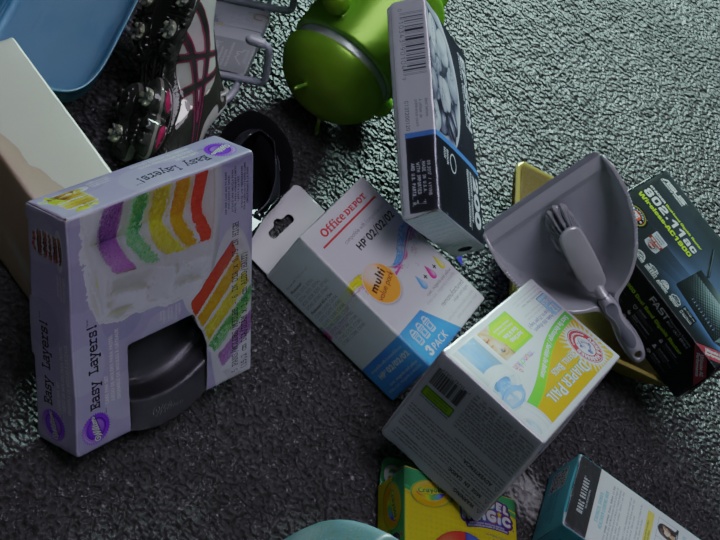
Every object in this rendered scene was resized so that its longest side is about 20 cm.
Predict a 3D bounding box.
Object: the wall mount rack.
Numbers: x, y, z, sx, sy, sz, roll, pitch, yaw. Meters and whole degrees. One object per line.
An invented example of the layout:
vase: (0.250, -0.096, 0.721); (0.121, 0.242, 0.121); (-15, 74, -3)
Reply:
wall mount rack: (-0.154, -0.246, 1.267); (0.172, 0.075, 0.201); (12, 47, 3)

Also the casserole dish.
casserole dish: (-0.259, -0.221, 1.162); (0.120, 0.039, 0.202); (19, 60, -1)

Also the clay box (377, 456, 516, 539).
clay box: (0.072, 0.245, 1.091); (0.114, 0.048, 0.202); (20, 51, -24)

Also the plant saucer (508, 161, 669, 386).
plant saucer: (0.224, 0.012, 1.368); (0.198, 0.048, 0.202); (24, 48, -19)

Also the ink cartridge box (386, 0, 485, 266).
ink cartridge box: (0.077, -0.121, 1.249); (0.200, 0.043, 0.201); (33, 51, -68)

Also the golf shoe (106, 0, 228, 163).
golf shoe: (-0.156, -0.182, 1.182); (0.088, 0.077, 0.202); (21, 83, -44)

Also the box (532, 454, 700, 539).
box: (0.251, 0.258, 1.209); (0.199, 0.049, 0.083); (36, 45, -9)

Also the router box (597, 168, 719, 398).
router box: (0.312, 0.009, 1.355); (0.149, 0.062, 0.201); (-27, 77, -45)

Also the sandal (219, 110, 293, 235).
sandal: (-0.098, -0.080, 1.188); (0.076, 0.043, 0.201); (27, 37, -11)

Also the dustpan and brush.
dustpan and brush: (0.219, 0.007, 1.276); (0.201, 0.139, 0.057); (55, 2, -33)

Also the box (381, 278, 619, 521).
box: (0.125, 0.105, 1.156); (0.112, 0.102, 0.200); (41, 32, 10)

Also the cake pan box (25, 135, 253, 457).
cake pan box: (-0.159, 0.019, 1.001); (0.052, 0.202, 0.183); (24, 32, 36)

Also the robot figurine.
robot figurine: (0.004, -0.227, 1.304); (0.115, 0.176, 0.201); (27, 71, 29)

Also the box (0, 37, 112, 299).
box: (-0.256, -0.069, 1.048); (0.077, 0.095, 0.201); (-30, 78, -42)

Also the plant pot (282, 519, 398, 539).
plant pot: (-0.022, 0.282, 0.888); (0.197, 0.200, 0.196); (47, 45, 3)

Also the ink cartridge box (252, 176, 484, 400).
ink cartridge box: (0.000, 0.000, 1.200); (0.200, 0.068, 0.115); (44, 44, 0)
